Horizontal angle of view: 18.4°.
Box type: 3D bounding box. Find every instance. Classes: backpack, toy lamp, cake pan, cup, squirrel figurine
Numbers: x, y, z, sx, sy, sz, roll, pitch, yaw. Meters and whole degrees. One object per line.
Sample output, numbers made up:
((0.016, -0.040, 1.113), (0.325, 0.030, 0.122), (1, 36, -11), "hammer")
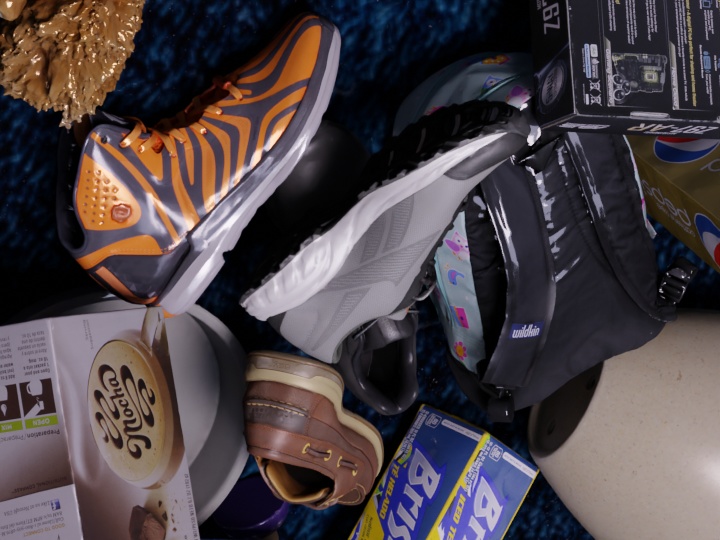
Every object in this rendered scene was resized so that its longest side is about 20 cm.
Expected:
((0.098, -0.032, 1.353), (0.167, 0.127, 0.200), (-31, 124, -22), "backpack")
((-0.047, 0.227, 1.470), (0.058, 0.058, 0.200), (-25, 122, -12), "toy lamp")
((-0.161, 0.093, 1.350), (0.200, 0.037, 0.201), (-12, 121, -20), "cake pan")
((0.194, 0.104, 1.450), (0.143, 0.200, 0.201), (24, 105, -16), "cup")
((-0.151, -0.176, 1.112), (0.141, 0.187, 0.200), (-30, 126, -8), "squirrel figurine")

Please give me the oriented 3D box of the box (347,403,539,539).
((0.032, 0.194, 1.446), (0.070, 0.064, 0.200), (36, 80, -44), "box")

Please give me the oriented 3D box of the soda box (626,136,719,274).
((0.227, -0.044, 1.361), (0.064, 0.200, 0.068), (-32, 126, -7), "soda box")

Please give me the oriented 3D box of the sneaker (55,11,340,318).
((-0.099, -0.079, 1.262), (0.112, 0.078, 0.200), (34, 86, -22), "sneaker")

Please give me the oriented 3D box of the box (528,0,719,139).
((0.174, -0.180, 1.294), (0.160, 0.044, 0.200), (0, 82, -27), "box")

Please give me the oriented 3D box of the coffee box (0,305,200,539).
((-0.153, 0.126, 1.216), (0.113, 0.080, 0.200), (-4, 84, -62), "coffee box")

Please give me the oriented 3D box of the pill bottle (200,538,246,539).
((-0.113, 0.217, 1.345), (0.200, 0.112, 0.112), (5, 115, -19), "pill bottle")

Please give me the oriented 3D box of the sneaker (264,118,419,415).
((0.000, 0.000, 1.344), (0.076, 0.091, 0.200), (-25, 124, -9), "sneaker")

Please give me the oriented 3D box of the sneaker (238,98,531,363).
((0.023, -0.024, 1.263), (0.200, 0.074, 0.079), (-40, 104, 24), "sneaker")

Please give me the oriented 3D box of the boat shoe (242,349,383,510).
((-0.035, 0.112, 1.360), (0.200, 0.072, 0.068), (63, 39, -65), "boat shoe")
